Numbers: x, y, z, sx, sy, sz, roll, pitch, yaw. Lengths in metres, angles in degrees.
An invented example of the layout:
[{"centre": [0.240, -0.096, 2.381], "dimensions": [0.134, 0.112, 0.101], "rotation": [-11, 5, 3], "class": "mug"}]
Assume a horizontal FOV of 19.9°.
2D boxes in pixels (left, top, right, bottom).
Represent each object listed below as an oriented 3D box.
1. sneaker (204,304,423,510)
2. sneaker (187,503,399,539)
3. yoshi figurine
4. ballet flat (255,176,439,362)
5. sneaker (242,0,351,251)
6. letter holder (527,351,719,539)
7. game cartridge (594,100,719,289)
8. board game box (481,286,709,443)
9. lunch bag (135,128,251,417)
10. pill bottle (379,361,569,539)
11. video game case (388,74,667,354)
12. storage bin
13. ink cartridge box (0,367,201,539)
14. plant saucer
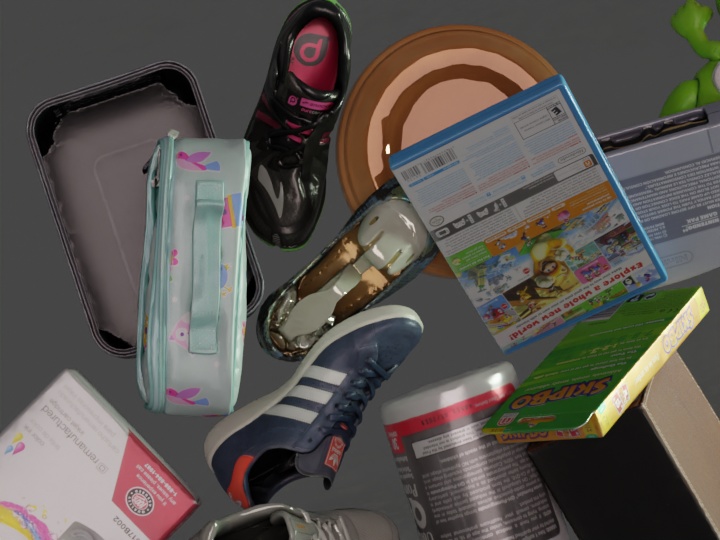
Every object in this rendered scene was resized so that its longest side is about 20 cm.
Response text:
[{"centre": [-0.023, 0.112, 1.549], "dimensions": [0.200, 0.075, 0.085], "rotation": [-41, 50, 10], "class": "sneaker"}, {"centre": [-0.045, 0.207, 1.522], "dimensions": [0.198, 0.092, 0.076], "rotation": [-8, 62, -35], "class": "sneaker"}, {"centre": [0.293, -0.164, 1.613], "dimensions": [0.112, 0.112, 0.201], "rotation": [34, 102, 38], "class": "yoshi figurine"}, {"centre": [0.000, 0.000, 1.558], "dimensions": [0.074, 0.074, 0.200], "rotation": [44, 100, -1], "class": "ballet flat"}, {"centre": [-0.052, -0.116, 1.575], "dimensions": [0.076, 0.084, 0.202], "rotation": [8, 86, -3], "class": "sneaker"}, {"centre": [0.231, 0.171, 1.572], "dimensions": [0.100, 0.142, 0.201], "rotation": [-26, 103, 26], "class": "letter holder"}, {"centre": [0.218, -0.048, 1.568], "dimensions": [0.198, 0.041, 0.134], "rotation": [-15, 121, 8], "class": "game cartridge"}, {"centre": [0.175, 0.073, 1.525], "dimensions": [0.200, 0.095, 0.030], "rotation": [-39, 113, -45], "class": "board game box"}, {"centre": [-0.118, 0.001, 1.434], "dimensions": [0.076, 0.160, 0.202], "rotation": [2, 88, -4], "class": "lunch bag"}, {"centre": [0.094, 0.180, 1.557], "dimensions": [0.110, 0.111, 0.202], "rotation": [-18, 88, -5], "class": "pill bottle"}, {"centre": [0.128, -0.038, 1.537], "dimensions": [0.142, 0.018, 0.201], "rotation": [-25, 123, 12], "class": "video game case"}, {"centre": [-0.162, -0.044, 1.560], "dimensions": [0.134, 0.094, 0.202], "rotation": [-19, 88, -5], "class": "storage bin"}, {"centre": [-0.238, 0.193, 1.546], "dimensions": [0.148, 0.086, 0.200], "rotation": [45, 84, -1], "class": "ink cartridge box"}, {"centre": [0.080, -0.095, 1.608], "dimensions": [0.198, 0.037, 0.203], "rotation": [0, 86, -4], "class": "plant saucer"}]
